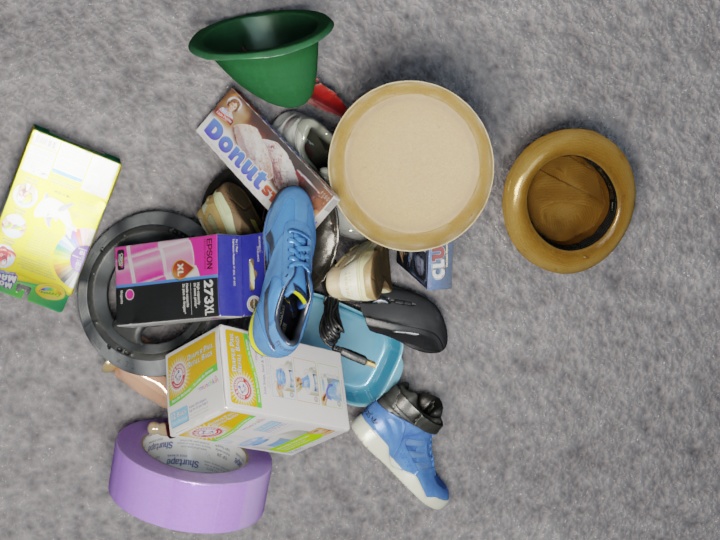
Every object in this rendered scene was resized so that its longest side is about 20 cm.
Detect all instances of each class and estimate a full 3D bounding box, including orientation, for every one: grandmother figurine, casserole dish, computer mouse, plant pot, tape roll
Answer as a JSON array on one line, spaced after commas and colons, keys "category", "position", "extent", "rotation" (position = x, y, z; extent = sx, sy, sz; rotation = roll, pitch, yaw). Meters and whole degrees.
[{"category": "grandmother figurine", "position": [-0.226, 0.155, 1.548], "extent": [0.198, 0.061, 0.123], "rotation": [31, 94, 5]}, {"category": "casserole dish", "position": [-0.037, 0.100, 1.630], "extent": [0.198, 0.039, 0.123], "rotation": [24, 98, -19]}, {"category": "computer mouse", "position": [0.037, 0.069, 1.588], "extent": [0.198, 0.142, 0.046], "rotation": [25, 134, -19]}, {"category": "plant pot", "position": [0.060, -0.124, 1.465], "extent": [0.196, 0.028, 0.204], "rotation": [2, 105, 6]}, {"category": "tape roll", "position": [-0.211, 0.252, 1.541], "extent": [0.197, 0.200, 0.067], "rotation": [9, 103, -16]}]

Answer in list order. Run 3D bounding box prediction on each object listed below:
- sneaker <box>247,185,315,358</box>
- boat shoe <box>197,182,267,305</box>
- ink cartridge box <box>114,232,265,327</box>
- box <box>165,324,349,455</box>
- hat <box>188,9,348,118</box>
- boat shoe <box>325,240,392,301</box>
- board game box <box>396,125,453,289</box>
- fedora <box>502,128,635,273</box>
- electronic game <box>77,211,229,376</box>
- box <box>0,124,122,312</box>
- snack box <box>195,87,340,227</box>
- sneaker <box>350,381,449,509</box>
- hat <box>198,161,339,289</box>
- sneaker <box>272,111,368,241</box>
[{"category": "sneaker", "position": [-0.074, -0.001, 1.388], "extent": [0.065, 0.078, 0.204], "rotation": [17, 72, -28]}, {"category": "boat shoe", "position": [-0.138, -0.003, 1.476], "extent": [0.076, 0.202, 0.071], "rotation": [-35, 155, 23]}, {"category": "ink cartridge box", "position": [-0.200, 0.012, 1.444], "extent": [0.197, 0.037, 0.097], "rotation": [-6, 83, 26]}, {"category": "box", "position": [-0.123, 0.146, 1.479], "extent": [0.112, 0.103, 0.198], "rotation": [-27, 150, 37]}, {"category": "hat", "position": [-0.094, -0.203, 1.480], "extent": [0.196, 0.166, 0.179], "rotation": [-6, 118, 4]}, {"category": "boat shoe", "position": [0.000, 0.000, 1.528], "extent": [0.064, 0.200, 0.074], "rotation": [-6, 98, 10]}, {"category": "board game box", "position": [0.083, -0.092, 1.556], "extent": [0.034, 0.135, 0.204], "rotation": [-2, 105, -15]}, {"category": "fedora", "position": [0.264, -0.097, 1.628], "extent": [0.197, 0.082, 0.204], "rotation": [-6, 109, -17]}, {"category": "electronic game", "position": [-0.252, 0.028, 1.519], "extent": [0.196, 0.042, 0.204], "rotation": [-1, 84, 6]}, {"category": "box", "position": [-0.377, -0.060, 1.498], "extent": [0.116, 0.048, 0.203], "rotation": [21, 96, -19]}, {"category": "snack box", "position": [-0.112, -0.127, 1.489], "extent": [0.072, 0.024, 0.200], "rotation": [-47, 69, 11]}, {"category": "sneaker", "position": [0.085, 0.232, 1.667], "extent": [0.111, 0.077, 0.200], "rotation": [-42, 118, 2]}, {"category": "hat", "position": [-0.102, -0.049, 1.538], "extent": [0.197, 0.081, 0.205], "rotation": [1, 91, 24]}, {"category": "sneaker", "position": [-0.031, -0.110, 1.537], "extent": [0.078, 0.099, 0.200], "rotation": [-48, 112, -13]}]
